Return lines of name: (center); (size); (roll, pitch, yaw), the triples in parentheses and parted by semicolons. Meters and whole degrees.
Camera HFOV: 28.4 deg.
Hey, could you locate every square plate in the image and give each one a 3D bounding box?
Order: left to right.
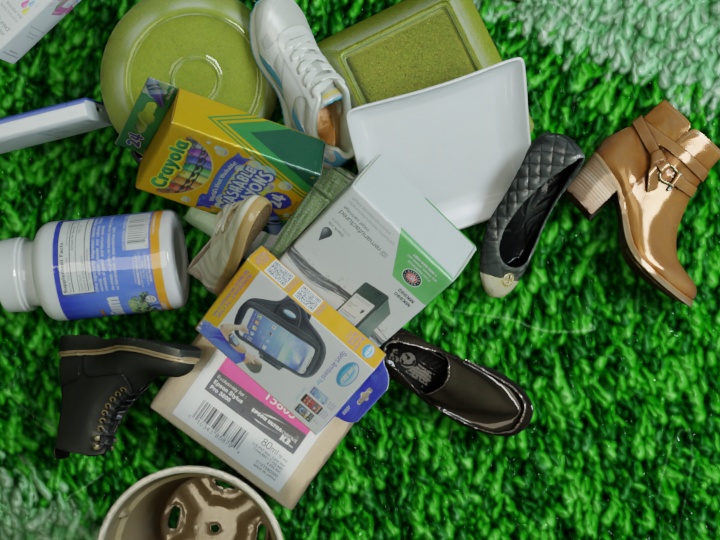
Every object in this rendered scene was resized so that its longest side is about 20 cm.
square plate: (0.089, -0.124, 1.537); (0.197, 0.029, 0.201); (-18, 131, -7)

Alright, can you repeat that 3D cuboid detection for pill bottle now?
pill bottle: (-0.297, -0.003, 1.581); (0.199, 0.112, 0.113); (-6, 92, 4)

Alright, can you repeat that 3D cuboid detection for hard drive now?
hard drive: (-0.382, -0.151, 1.570); (0.199, 0.132, 0.026); (-14, 92, 3)

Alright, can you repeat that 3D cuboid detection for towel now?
towel: (-0.083, -0.068, 1.609); (0.199, 0.031, 0.150); (31, 92, 2)

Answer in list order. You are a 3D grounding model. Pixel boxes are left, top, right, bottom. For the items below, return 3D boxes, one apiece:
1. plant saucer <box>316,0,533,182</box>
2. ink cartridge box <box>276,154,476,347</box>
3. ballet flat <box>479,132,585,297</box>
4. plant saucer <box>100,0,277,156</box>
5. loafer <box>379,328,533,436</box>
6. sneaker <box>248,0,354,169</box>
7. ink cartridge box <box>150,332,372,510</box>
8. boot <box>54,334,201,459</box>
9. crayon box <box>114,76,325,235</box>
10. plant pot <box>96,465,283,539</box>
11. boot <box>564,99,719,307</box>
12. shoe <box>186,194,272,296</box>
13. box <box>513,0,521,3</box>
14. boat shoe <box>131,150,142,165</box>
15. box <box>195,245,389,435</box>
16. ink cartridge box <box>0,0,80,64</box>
plant saucer: (0.064, -0.203, 1.573); (0.199, 0.048, 0.201); (-26, 85, 0)
ink cartridge box: (0.000, 0.000, 1.512); (0.146, 0.084, 0.200); (43, 127, -4)
ballet flat: (0.183, -0.056, 1.561); (0.066, 0.057, 0.201); (5, 116, -38)
plant saucer: (-0.181, -0.207, 1.550); (0.199, 0.031, 0.201); (-3, 102, -16)
loafer: (0.098, 0.129, 1.585); (0.199, 0.071, 0.073); (24, 93, 2)
sneaker: (-0.056, -0.208, 1.543); (0.076, 0.081, 0.201); (-29, 105, -34)
ink cartridge box: (-0.107, 0.141, 1.595); (0.200, 0.075, 0.165); (35, 94, 2)
boot: (-0.257, 0.144, 1.564); (0.199, 0.077, 0.139); (-2, 80, 43)
crayon box: (-0.153, -0.117, 1.509); (0.199, 0.126, 0.052); (19, 53, -17)
plant pot: (-0.170, 0.296, 1.548); (0.199, 0.183, 0.202); (0, 92, 3)
boot: (0.341, -0.074, 1.573); (0.155, 0.077, 0.200); (-42, 82, 0)
shoe: (-0.145, -0.028, 1.525); (0.053, 0.200, 0.070); (31, 59, -2)
box: (0.111, -0.391, 1.581); (0.199, 0.048, 0.118); (25, 93, -1)
boat shoe: (-0.206, -0.207, 1.592); (0.071, 0.066, 0.202); (20, 93, 3)
box: (-0.067, 0.083, 1.509); (0.200, 0.041, 0.119); (42, 124, 3)
ink cartridge box: (-0.373, -0.354, 1.587); (0.200, 0.085, 0.145); (-43, 89, 2)
